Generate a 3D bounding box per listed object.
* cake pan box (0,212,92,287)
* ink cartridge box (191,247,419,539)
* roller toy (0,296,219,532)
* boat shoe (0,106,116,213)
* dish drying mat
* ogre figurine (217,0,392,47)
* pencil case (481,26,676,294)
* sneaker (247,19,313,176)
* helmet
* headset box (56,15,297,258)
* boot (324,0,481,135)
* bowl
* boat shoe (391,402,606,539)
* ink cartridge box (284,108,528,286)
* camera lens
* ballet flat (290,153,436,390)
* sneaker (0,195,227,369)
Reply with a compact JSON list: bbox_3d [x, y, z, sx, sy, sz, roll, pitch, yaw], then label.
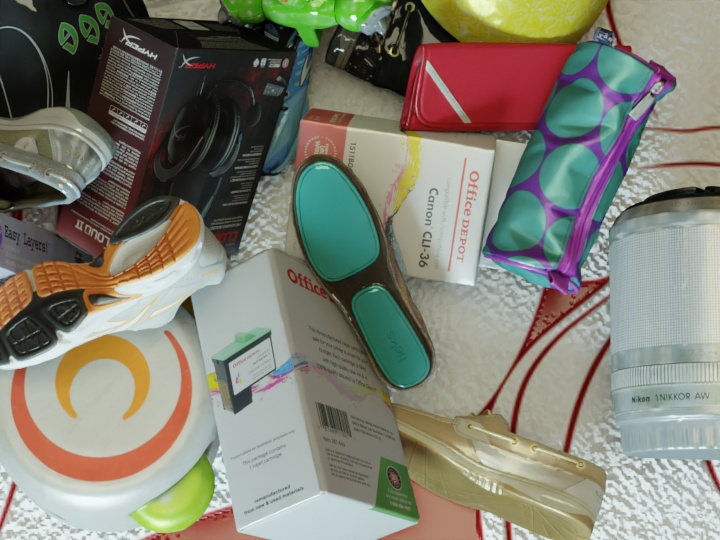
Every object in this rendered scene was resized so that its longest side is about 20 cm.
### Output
[{"bbox_3d":[-0.329,0.003,1.178,0.183,0.200,0.053,-12,77,12],"label":"cake pan box"},{"bbox_3d":[-0.043,0.102,1.164,0.084,0.145,0.201,-25,62,23],"label":"ink cartridge box"},{"bbox_3d":[-0.200,0.108,1.202,0.181,0.140,0.201,4,71,-2],"label":"roller toy"},{"bbox_3d":[-0.265,-0.072,1.144,0.201,0.074,0.065,-5,49,41],"label":"boat shoe"},{"bbox_3d":[0.130,-0.148,1.232,0.199,0.018,0.077,-2,119,-25],"label":"dish drying mat"},{"bbox_3d":[-0.035,-0.246,1.196,0.199,0.098,0.121,10,80,-3],"label":"ogre figurine"},{"bbox_3d":[0.173,-0.083,1.196,0.085,0.092,0.201,26,88,-34],"label":"pencil case"},{"bbox_3d":[-0.076,-0.179,1.271,0.078,0.090,0.201,10,81,4],"label":"sneaker"},{"bbox_3d":[-0.260,-0.179,1.222,0.199,0.201,0.192,-10,124,7],"label":"helmet"},{"bbox_3d":[-0.147,-0.093,1.196,0.077,0.148,0.201,28,110,30],"label":"headset box"},{"bbox_3d":[0.081,-0.221,1.286,0.153,0.073,0.204,33,79,1],"label":"boot"},{"bbox_3d":[0.141,-0.280,1.229,0.199,0.108,0.201,8,72,-26],"label":"bowl"},{"bbox_3d":[0.104,0.151,1.221,0.199,0.074,0.069,24,59,14],"label":"boat shoe"},{"bbox_3d":[0.045,-0.058,1.238,0.199,0.068,0.117,8,105,4],"label":"ink cartridge box"},{"bbox_3d":[0.274,0.043,1.181,0.159,0.160,0.201,0,80,3],"label":"camera lens"},{"bbox_3d":[0.000,0.000,1.188,0.068,0.067,0.201,-21,101,8],"label":"ballet flat"},{"bbox_3d":[-0.185,0.027,1.121,0.199,0.092,0.076,-27,59,12],"label":"sneaker"}]
